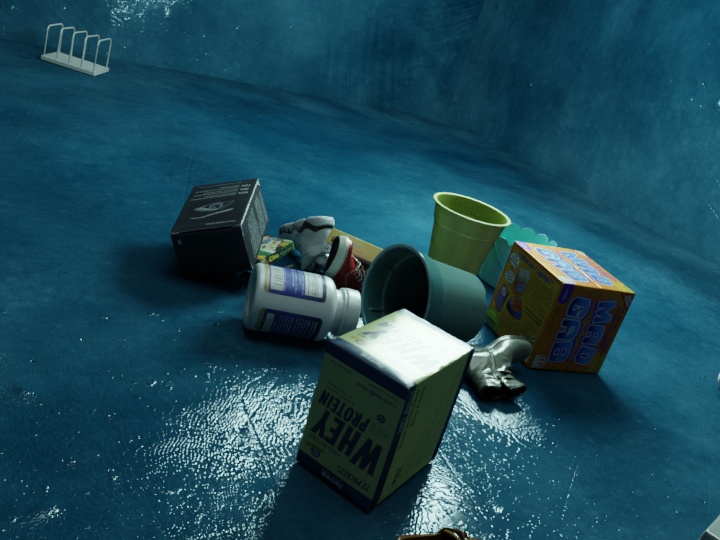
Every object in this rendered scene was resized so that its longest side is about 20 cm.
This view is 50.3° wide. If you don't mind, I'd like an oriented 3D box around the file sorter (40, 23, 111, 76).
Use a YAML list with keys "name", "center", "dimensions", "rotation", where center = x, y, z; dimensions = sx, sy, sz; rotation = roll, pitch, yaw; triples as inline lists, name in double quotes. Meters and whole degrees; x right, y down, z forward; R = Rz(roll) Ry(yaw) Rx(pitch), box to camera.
- name: "file sorter"
  center: [-1.013, -0.795, 2.749]
  dimensions: [0.197, 0.126, 0.139]
  rotation: [17, 21, -2]

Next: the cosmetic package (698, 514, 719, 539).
- name: "cosmetic package"
  center: [0.509, 0.422, 0.954]
  dimensions: [0.166, 0.168, 0.199]
  rotation: [-6, 32, -47]

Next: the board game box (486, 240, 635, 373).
- name: "board game box"
  center: [0.427, 0.079, 1.670]
  dimensions: [0.197, 0.202, 0.200]
  rotation: [7, 24, -25]

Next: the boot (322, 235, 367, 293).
- name: "boot"
  center: [0.000, 0.000, 1.566]
  dimensions: [0.142, 0.200, 0.073]
  rotation: [15, 65, -3]

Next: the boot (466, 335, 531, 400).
- name: "boot"
  center: [0.278, 0.196, 1.478]
  dimensions: [0.198, 0.069, 0.131]
  rotation: [-5, 35, -31]

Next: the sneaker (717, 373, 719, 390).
- name: "sneaker"
  center: [0.918, 0.278, 1.749]
  dimensions: [0.197, 0.082, 0.147]
  rotation: [12, 25, 1]

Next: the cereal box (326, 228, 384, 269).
- name: "cereal box"
  center: [0.022, -0.021, 1.681]
  dimensions: [0.143, 0.040, 0.200]
  rotation: [24, -7, 26]

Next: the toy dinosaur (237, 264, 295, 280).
- name: "toy dinosaur"
  center: [-0.196, 0.007, 1.573]
  dimensions: [0.087, 0.048, 0.200]
  rotation: [22, 17, 1]

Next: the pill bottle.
- name: "pill bottle"
  center: [-0.105, 0.063, 1.397]
  dimensions: [0.197, 0.121, 0.120]
  rotation: [12, 22, -16]

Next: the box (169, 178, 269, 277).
- name: "box"
  center: [-0.277, -0.088, 1.534]
  dimensions: [0.146, 0.106, 0.201]
  rotation: [-5, 33, 9]

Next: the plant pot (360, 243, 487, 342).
- name: "plant pot"
  center: [0.136, 0.062, 1.517]
  dimensions: [0.194, 0.202, 0.200]
  rotation: [10, 21, -39]

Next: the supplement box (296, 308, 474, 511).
- name: "supplement box"
  center: [0.037, 0.189, 1.092]
  dimensions: [0.133, 0.203, 0.199]
  rotation: [27, 24, 26]

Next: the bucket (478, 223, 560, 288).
- name: "bucket"
  center: [0.409, -0.029, 2.012]
  dimensions: [0.204, 0.136, 0.208]
  rotation: [15, 21, -6]

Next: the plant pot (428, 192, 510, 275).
- name: "plant pot"
  center: [0.244, -0.066, 1.894]
  dimensions: [0.197, 0.192, 0.201]
  rotation: [16, 21, -6]

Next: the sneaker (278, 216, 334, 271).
- name: "sneaker"
  center: [-0.125, -0.052, 1.732]
  dimensions: [0.074, 0.117, 0.199]
  rotation: [2, -9, -35]

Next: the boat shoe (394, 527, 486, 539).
- name: "boat shoe"
  center: [0.116, 0.355, 0.937]
  dimensions: [0.197, 0.068, 0.072]
  rotation: [7, 23, -26]

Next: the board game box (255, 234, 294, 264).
- name: "board game box"
  center: [-0.245, -0.052, 1.599]
  dimensions: [0.198, 0.024, 0.105]
  rotation: [14, 34, 33]
